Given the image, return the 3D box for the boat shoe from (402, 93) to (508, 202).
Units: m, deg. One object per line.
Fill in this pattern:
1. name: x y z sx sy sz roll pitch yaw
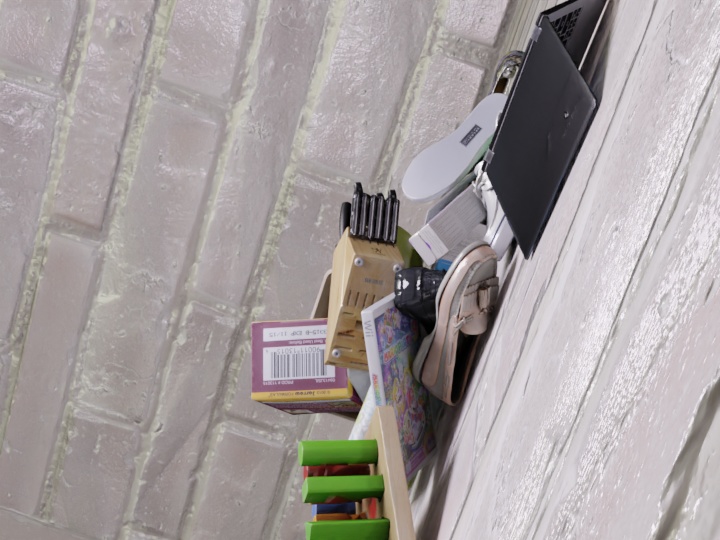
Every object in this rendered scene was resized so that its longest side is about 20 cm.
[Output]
1. boat shoe: 0.143 -0.161 1.603 0.200 0.069 0.057 -43 -27 -4

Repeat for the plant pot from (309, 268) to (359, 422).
1. plant pot: 0.030 0.137 1.695 0.177 0.199 0.201 55 -128 -71

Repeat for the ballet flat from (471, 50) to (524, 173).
1. ballet flat: 0.209 -0.226 1.707 0.072 0.072 0.201 -67 -7 -78

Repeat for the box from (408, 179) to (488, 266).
1. box: 0.125 -0.071 1.330 0.039 0.041 0.200 -38 2 43

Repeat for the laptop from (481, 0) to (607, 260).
1. laptop: 0.200 -0.147 1.110 0.200 0.116 0.188 -32 -29 -40

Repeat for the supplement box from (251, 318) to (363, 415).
1. supplement box: -0.055 0.129 1.514 0.200 0.130 0.104 49 -142 -73

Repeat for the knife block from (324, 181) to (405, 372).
1. knife block: 0.000 0.000 1.410 0.176 0.064 0.201 -110 32 -69

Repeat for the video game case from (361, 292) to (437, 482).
1. video game case: 0.046 0.129 1.295 0.143 0.018 0.201 -26 -71 -66

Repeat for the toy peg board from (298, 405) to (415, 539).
1. toy peg board: -0.018 0.274 1.184 0.200 0.097 0.201 108 159 -51

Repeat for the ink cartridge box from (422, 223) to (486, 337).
1. ink cartridge box: 0.126 0.008 1.524 0.200 0.067 0.116 -72 -1 -57

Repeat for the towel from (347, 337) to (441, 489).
1. towel: 0.049 0.181 1.428 0.200 0.048 0.172 58 -130 -61

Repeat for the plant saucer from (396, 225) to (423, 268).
1. plant saucer: 0.059 0.040 1.517 0.200 0.031 0.201 1 -90 -80

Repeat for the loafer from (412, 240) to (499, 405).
1. loafer: 0.115 0.061 1.249 0.072 0.063 0.201 -14 -42 -36

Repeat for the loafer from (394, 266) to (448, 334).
1. loafer: 0.102 0.041 1.331 0.200 0.070 0.069 32 -123 -63

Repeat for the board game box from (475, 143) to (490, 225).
1. board game box: 0.175 -0.106 1.608 0.105 0.023 0.201 -42 -25 -48

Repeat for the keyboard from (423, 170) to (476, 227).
1. keyboard: 0.154 -0.119 1.613 0.200 0.011 0.056 -41 -27 -30

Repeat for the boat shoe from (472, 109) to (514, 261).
1. boat shoe: 0.158 -0.099 1.307 0.074 0.065 0.201 107 -179 -54

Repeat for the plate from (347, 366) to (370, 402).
1. plate: 0.020 0.078 1.501 0.200 0.032 0.201 66 -158 -62
